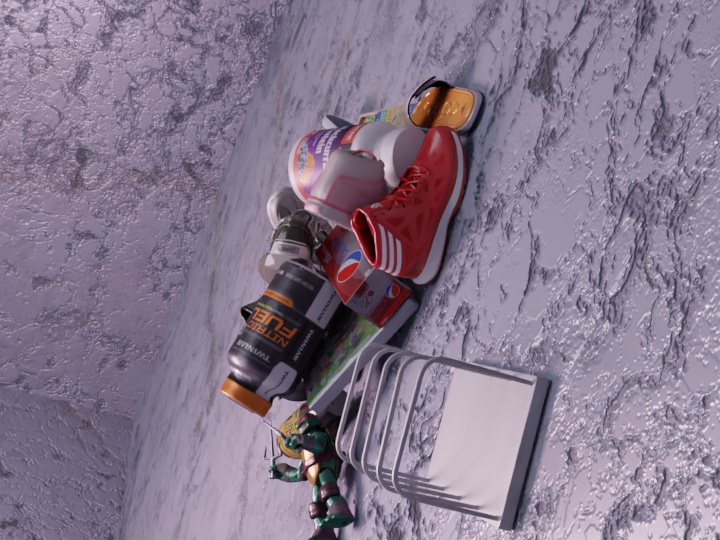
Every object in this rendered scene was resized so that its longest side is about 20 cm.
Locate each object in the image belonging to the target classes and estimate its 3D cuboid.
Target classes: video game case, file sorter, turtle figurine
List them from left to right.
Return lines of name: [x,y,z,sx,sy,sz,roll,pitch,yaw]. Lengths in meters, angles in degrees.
turtle figurine: [-0.068,0.258,1.430,0.150,0.100,0.201,98,155,-54]
video game case: [-0.011,0.073,1.457,0.200,0.022,0.182,-48,24,14]
file sorter: [0.069,0.149,1.038,0.200,0.124,0.139,180,106,-74]

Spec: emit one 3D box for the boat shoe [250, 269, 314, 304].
boat shoe: [-0.109,0.022,1.755,0.200,0.065,0.073,-46,16,-30]

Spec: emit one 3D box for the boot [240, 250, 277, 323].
boot: [-0.130,0.036,1.627,0.200,0.130,0.068,29,134,45]

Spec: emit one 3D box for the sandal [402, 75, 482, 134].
sandal: [0.097,-0.222,1.424,0.079,0.059,0.207,-67,19,-2]

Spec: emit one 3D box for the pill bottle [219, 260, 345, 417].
pill bottle: [-0.108,0.096,1.449,0.201,0.106,0.106,-59,13,-10]

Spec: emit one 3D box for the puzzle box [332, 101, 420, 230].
puzzle box: [0.030,-0.141,1.559,0.133,0.025,0.201,-4,68,46]

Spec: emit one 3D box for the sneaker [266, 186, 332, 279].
sneaker: [-0.061,-0.048,1.633,0.075,0.200,0.082,-47,26,-11]

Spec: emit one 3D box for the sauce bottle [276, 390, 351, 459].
sauce bottle: [-0.067,0.218,1.557,0.200,0.066,0.066,128,154,-56]

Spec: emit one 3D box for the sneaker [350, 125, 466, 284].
sneaker: [0.057,-0.091,1.318,0.078,0.115,0.201,-3,76,55]

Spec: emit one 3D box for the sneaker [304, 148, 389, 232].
sneaker: [0.018,-0.093,1.383,0.075,0.200,0.105,18,87,42]

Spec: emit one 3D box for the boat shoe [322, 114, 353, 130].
boat shoe: [-0.036,-0.217,1.877,0.200,0.073,0.067,-114,45,-66]

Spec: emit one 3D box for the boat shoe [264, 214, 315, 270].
boat shoe: [-0.094,-0.035,1.532,0.200,0.070,0.064,132,150,-79]

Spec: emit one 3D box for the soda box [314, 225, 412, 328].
soda box: [0.000,0.000,1.431,0.070,0.063,0.200,-51,23,8]

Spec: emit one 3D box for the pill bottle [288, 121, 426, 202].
pill bottle: [0.003,-0.146,1.486,0.199,0.111,0.112,-1,71,46]

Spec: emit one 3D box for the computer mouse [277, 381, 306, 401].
computer mouse: [-0.132,0.168,1.791,0.200,0.052,0.139,-160,58,-70]
